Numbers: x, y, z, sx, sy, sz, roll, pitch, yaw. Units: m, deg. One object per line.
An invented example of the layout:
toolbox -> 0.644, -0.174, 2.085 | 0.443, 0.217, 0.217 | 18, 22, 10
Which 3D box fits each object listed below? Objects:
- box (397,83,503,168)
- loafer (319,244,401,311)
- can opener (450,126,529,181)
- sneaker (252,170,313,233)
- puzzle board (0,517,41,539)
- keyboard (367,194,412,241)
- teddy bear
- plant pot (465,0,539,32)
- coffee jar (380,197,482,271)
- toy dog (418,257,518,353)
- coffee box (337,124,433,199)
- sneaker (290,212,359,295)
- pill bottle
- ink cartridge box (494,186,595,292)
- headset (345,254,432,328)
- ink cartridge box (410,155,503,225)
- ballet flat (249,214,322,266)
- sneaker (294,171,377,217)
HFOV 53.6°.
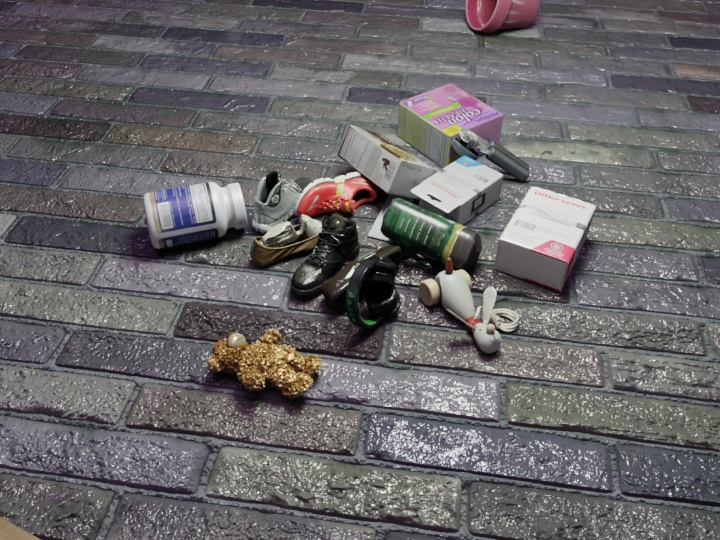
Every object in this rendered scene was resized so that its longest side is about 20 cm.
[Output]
box -> 0.219, -0.360, 1.765 | 0.174, 0.098, 0.200 | -25, 48, -26
loafer -> 0.000, 0.000, 1.379 | 0.199, 0.074, 0.071 | -31, 49, -33
can opener -> 0.300, -0.263, 1.660 | 0.198, 0.067, 0.054 | 30, 39, -16
sneaker -> -0.161, -0.175, 1.540 | 0.074, 0.117, 0.200 | 21, 46, 22
puzzle board -> -0.507, 0.415, 0.957 | 0.197, 0.018, 0.151 | 18, 46, 19
keyboard -> 0.073, -0.130, 1.576 | 0.055, 0.011, 0.201 | 10, 42, 17
teddy bear -> -0.162, 0.153, 1.214 | 0.198, 0.068, 0.145 | 26, 45, 25
plant pot -> 0.457, -0.851, 2.258 | 0.176, 0.202, 0.201 | 0, 39, -23
coffee jar -> 0.145, -0.070, 1.432 | 0.198, 0.086, 0.104 | 26, 4, 21
toy dog -> 0.195, 0.051, 1.308 | 0.199, 0.097, 0.131 | 31, 50, 30
coffee box -> 0.054, -0.244, 1.607 | 0.112, 0.081, 0.200 | 6, 26, -43
sneaker -> -0.072, -0.040, 1.396 | 0.076, 0.115, 0.199 | 25, 49, 28
pill bottle -> -0.340, -0.118, 1.476 | 0.197, 0.117, 0.116 | -11, 43, -14
ink cartridge box -> 0.377, -0.069, 1.452 | 0.143, 0.085, 0.200 | 20, 46, 21
headset -> 0.050, 0.028, 1.312 | 0.093, 0.125, 0.200 | 11, 32, 32
ink cartridge box -> 0.210, -0.167, 1.573 | 0.115, 0.067, 0.199 | 33, 51, 31
ballet flat -> -0.136, -0.073, 1.460 | 0.197, 0.073, 0.068 | -20, 46, -21
sneaker -> -0.049, -0.158, 1.556 | 0.198, 0.078, 0.085 | -24, 52, -24
